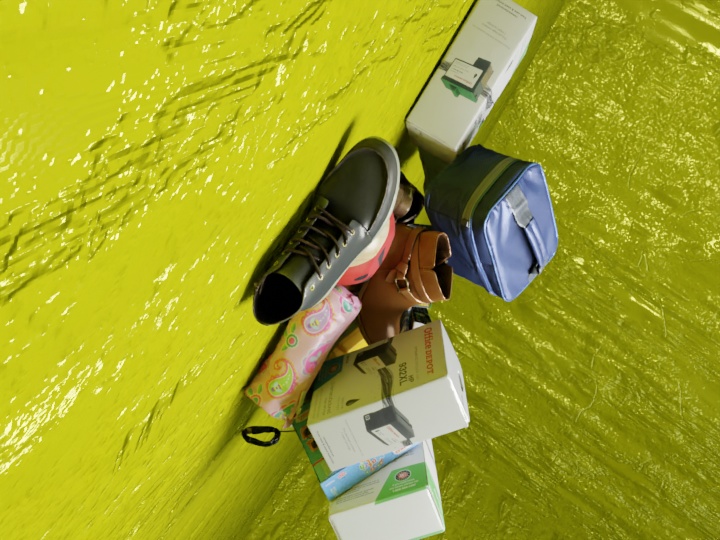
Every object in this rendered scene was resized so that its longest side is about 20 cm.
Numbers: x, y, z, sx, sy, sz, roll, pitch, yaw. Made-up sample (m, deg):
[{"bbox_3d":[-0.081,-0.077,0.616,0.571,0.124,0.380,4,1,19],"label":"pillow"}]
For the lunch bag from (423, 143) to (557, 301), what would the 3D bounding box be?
[{"bbox_3d":[0.192,-0.056,0.884,0.136,0.131,0.202,-44,132,-14],"label":"lunch bag"}]

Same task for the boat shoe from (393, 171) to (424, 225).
[{"bbox_3d":[0.057,-0.101,0.955,0.073,0.071,0.200,-59,174,15],"label":"boat shoe"}]

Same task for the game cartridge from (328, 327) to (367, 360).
[{"bbox_3d":[-0.006,0.160,1.105,0.175,0.032,0.203,-34,150,-42],"label":"game cartridge"}]

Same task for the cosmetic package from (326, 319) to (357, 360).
[{"bbox_3d":[-0.016,0.101,1.194,0.203,0.106,0.085,-62,172,21],"label":"cosmetic package"}]

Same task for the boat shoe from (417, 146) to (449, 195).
[{"bbox_3d":[0.136,-0.141,1.003,0.203,0.072,0.068,-91,159,-48],"label":"boat shoe"}]

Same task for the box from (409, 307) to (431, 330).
[{"bbox_3d":[0.094,0.128,1.137,0.200,0.034,0.113,-73,177,-83],"label":"box"}]

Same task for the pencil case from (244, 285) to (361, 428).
[{"bbox_3d":[-0.076,0.108,0.868,0.203,0.086,0.087,-59,173,3],"label":"pencil case"}]

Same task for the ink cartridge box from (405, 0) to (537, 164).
[{"bbox_3d":[0.151,-0.259,0.891,0.203,0.083,0.146,-59,173,5],"label":"ink cartridge box"}]

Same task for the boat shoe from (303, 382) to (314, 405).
[{"bbox_3d":[-0.114,0.209,1.089,0.069,0.074,0.199,-54,169,14],"label":"boat shoe"}]

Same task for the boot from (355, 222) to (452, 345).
[{"bbox_3d":[0.069,0.033,0.911,0.076,0.152,0.206,-15,104,-47],"label":"boot"}]

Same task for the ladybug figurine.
[{"bbox_3d":[-0.001,-0.038,0.812,0.138,0.071,0.200,-58,173,-5],"label":"ladybug figurine"}]

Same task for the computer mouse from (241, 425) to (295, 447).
[{"bbox_3d":[-0.101,0.251,1.043,0.059,0.194,0.035,-97,177,-61],"label":"computer mouse"}]

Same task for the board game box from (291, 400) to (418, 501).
[{"bbox_3d":[-0.017,0.231,0.939,0.149,0.037,0.200,-29,-157,-10],"label":"board game box"}]

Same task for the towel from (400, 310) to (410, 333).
[{"bbox_3d":[0.078,0.093,1.175,0.203,0.023,0.147,-79,-177,-47],"label":"towel"}]

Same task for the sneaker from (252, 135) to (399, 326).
[{"bbox_3d":[-0.029,-0.032,0.615,0.203,0.074,0.106,-59,175,19],"label":"sneaker"}]

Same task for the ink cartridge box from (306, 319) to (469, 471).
[{"bbox_3d":[0.037,0.165,0.862,0.195,0.085,0.146,-21,-159,12],"label":"ink cartridge box"}]

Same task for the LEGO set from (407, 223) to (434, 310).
[{"bbox_3d":[0.056,-0.021,1.043,0.201,0.112,0.158,-94,-169,-73],"label":"LEGO set"}]

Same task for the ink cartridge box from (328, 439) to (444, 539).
[{"bbox_3d":[0.036,0.289,0.918,0.142,0.086,0.201,-20,-158,9],"label":"ink cartridge box"}]

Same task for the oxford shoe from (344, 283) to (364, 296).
[{"bbox_3d":[0.000,0.000,1.024,0.073,0.070,0.200,-63,171,10],"label":"oxford shoe"}]
